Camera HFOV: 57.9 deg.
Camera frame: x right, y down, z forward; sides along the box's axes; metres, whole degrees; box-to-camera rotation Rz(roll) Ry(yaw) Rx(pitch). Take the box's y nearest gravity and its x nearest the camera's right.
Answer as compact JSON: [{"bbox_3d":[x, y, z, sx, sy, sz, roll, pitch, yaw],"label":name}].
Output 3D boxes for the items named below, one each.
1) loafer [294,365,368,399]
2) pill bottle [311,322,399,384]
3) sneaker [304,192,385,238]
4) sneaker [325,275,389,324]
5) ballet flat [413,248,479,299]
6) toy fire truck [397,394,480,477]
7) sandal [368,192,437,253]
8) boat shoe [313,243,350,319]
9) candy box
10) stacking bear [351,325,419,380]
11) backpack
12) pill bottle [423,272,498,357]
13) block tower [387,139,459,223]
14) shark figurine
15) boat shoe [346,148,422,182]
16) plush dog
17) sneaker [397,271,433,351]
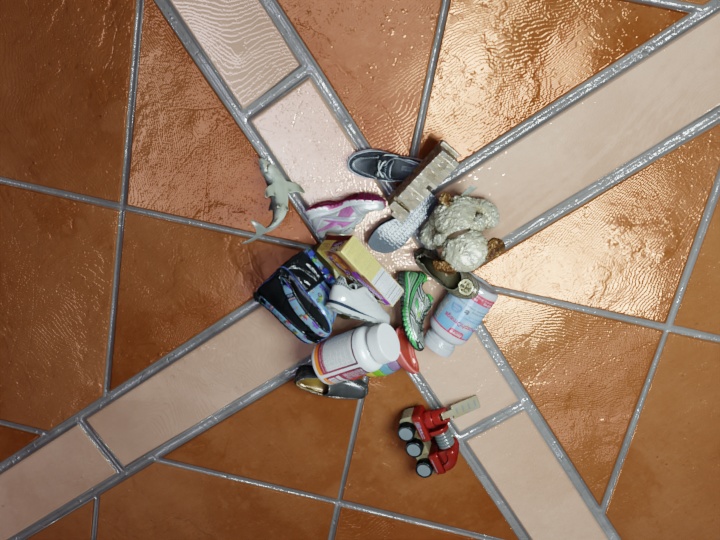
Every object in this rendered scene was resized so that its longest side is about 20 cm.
[{"bbox_3d":[-0.078,0.306,1.703,0.198,0.072,0.073,10,106,3],"label":"loafer"},{"bbox_3d":[-0.011,0.197,1.550,0.199,0.110,0.110,-23,103,31],"label":"pill bottle"},{"bbox_3d":[-0.031,-0.131,1.575,0.198,0.081,0.089,-10,106,17],"label":"sneaker"},{"bbox_3d":[0.006,0.078,1.543,0.076,0.199,0.081,5,75,43],"label":"sneaker"},{"bbox_3d":[0.198,0.005,1.544,0.200,0.046,0.068,39,104,35],"label":"ballet flat"},{"bbox_3d":[0.221,0.417,1.690,0.199,0.129,0.177,-21,103,22],"label":"toy fire truck"},{"bbox_3d":[0.105,-0.114,1.586,0.200,0.043,0.076,-38,106,5],"label":"sandal"},{"bbox_3d":[-0.055,0.021,1.631,0.073,0.063,0.202,-18,100,49],"label":"boat shoe"},{"bbox_3d":[0.000,0.000,1.554,0.200,0.116,0.057,48,68,-26],"label":"candy box"},{"bbox_3d":[0.031,0.222,1.650,0.199,0.114,0.122,-21,59,24],"label":"stacking bear"},{"bbox_3d":[-0.134,0.071,1.584,0.200,0.135,0.182,49,139,-2],"label":"backpack"},{"bbox_3d":[0.240,0.110,1.594,0.108,0.109,0.201,31,107,-3],"label":"pill bottle"},{"bbox_3d":[0.140,-0.202,1.484,0.054,0.058,0.200,35,114,-20],"label":"block tower"},{"bbox_3d":[-0.215,-0.150,1.576,0.127,0.216,0.089,21,151,-29],"label":"shark figurine"},{"bbox_3d":[0.063,-0.241,1.534,0.198,0.068,0.072,10,107,3],"label":"boat shoe"},{"bbox_3d":[0.232,-0.079,1.488,0.199,0.160,0.173,-21,66,11],"label":"plush dog"},{"bbox_3d":[0.140,0.096,1.589,0.084,0.078,0.202,-5,78,4],"label":"sneaker"}]
